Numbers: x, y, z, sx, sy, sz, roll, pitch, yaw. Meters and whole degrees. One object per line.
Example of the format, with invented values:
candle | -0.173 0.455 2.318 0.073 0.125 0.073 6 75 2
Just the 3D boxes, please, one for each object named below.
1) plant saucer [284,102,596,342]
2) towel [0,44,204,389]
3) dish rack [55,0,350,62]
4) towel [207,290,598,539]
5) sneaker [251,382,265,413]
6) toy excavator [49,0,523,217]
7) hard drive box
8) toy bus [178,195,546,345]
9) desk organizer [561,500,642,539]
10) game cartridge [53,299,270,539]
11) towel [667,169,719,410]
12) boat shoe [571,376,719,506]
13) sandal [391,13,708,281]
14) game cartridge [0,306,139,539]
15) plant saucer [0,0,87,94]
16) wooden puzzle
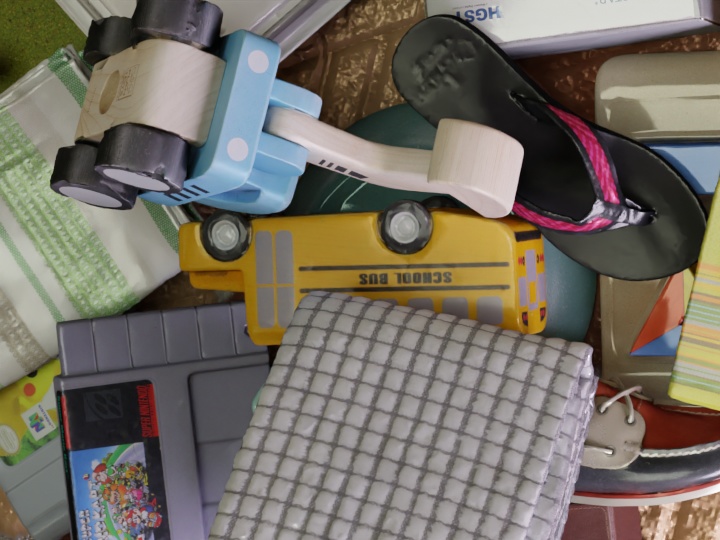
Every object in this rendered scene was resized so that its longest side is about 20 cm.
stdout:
plant saucer | 0.036 0.001 1.152 0.200 0.036 0.201 1 93 21
towel | -0.207 -0.020 1.184 0.200 0.031 0.149 -34 94 11
dish rack | -0.084 -0.203 1.151 0.200 0.044 0.172 -41 77 -4
towel | 0.022 0.121 1.012 0.165 0.086 0.200 13 66 14
sneaker | -0.022 0.138 1.097 0.078 0.086 0.200 -35 39 8
toy excavator | -0.038 -0.072 1.056 0.194 0.200 0.100 -9 66 61
hard drive box | 0.111 -0.223 1.091 0.155 0.077 0.201 -4 90 21
toy bus | 0.000 0.000 1.112 0.200 0.065 0.079 -2 93 20
desk organizer | 0.060 0.173 1.132 0.200 0.072 0.077 -7 88 21
game cartridge | -0.111 0.123 1.179 0.129 0.038 0.201 -7 92 -16
towel | 0.225 -0.020 1.037 0.086 0.018 0.201 13 95 9
boat shoe | 0.124 0.090 1.084 0.200 0.071 0.063 -5 104 21
sandal | 0.097 -0.059 1.060 0.200 0.045 0.075 37 110 1
game cartridge | -0.197 0.055 1.236 0.133 0.040 0.200 -33 85 15
plant saucer | -0.192 -0.153 1.225 0.200 0.048 0.200 35 104 16
wooden puzzle | 0.217 -0.021 1.076 0.185 0.046 0.201 0 92 21
